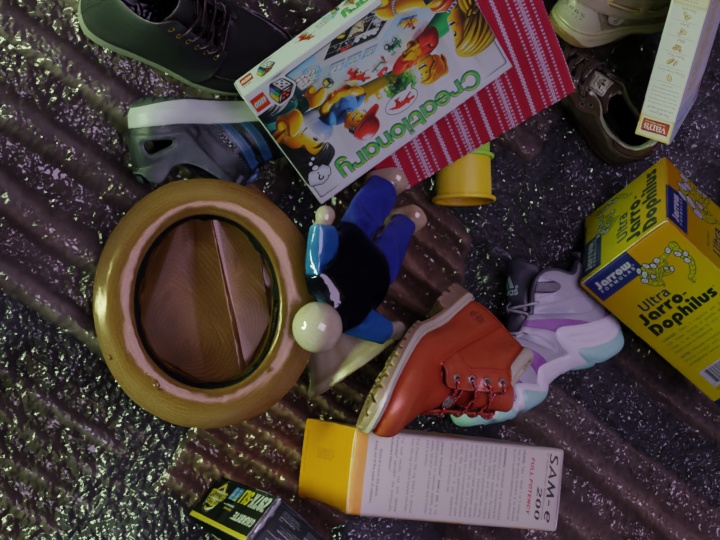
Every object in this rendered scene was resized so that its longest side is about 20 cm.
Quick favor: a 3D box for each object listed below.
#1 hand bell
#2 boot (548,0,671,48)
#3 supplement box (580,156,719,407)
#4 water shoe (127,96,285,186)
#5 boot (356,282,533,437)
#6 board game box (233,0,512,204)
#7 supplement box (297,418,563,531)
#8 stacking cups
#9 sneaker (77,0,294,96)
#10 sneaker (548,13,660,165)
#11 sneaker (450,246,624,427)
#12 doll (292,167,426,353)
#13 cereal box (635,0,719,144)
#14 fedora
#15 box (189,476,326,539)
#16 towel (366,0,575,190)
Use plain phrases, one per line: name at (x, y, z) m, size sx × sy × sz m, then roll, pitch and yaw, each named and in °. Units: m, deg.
hand bell at (-0.056, -0.001, 1.178) m, size 0.104 × 0.104 × 0.201 m, roll -33°, pitch 88°, yaw -20°
boot at (0.274, -0.297, 1.260) m, size 0.199 × 0.156 × 0.073 m, roll -22°, pitch 62°, yaw -34°
supplement box at (0.314, 0.013, 1.281) m, size 0.199 × 0.109 × 0.109 m, roll 39°, pitch 34°, yaw -17°
water shoe at (-0.104, -0.104, 1.155) m, size 0.198 × 0.071 × 0.080 m, roll -1°, pitch 95°, yaw -27°
boot at (0.075, 0.092, 1.134) m, size 0.107 × 0.075 × 0.200 m, roll 38°, pitch 40°, yaw 9°
board game box at (0.012, -0.160, 1.111) m, size 0.199 × 0.035 × 0.127 m, roll -36°, pitch 126°, yaw 4°
supplement box at (0.060, 0.178, 1.185) m, size 0.198 × 0.126 × 0.075 m, roll 8°, pitch 85°, yaw -21°
stacking cups at (0.089, -0.162, 1.248) m, size 0.060 × 0.060 × 0.203 m, roll -1°, pitch 84°, yaw -22°
sneaker at (-0.130, -0.197, 1.128) m, size 0.198 × 0.106 × 0.076 m, roll 11°, pitch 84°, yaw -21°
sneaker at (0.211, -0.183, 1.285) m, size 0.200 × 0.075 × 0.071 m, roll 42°, pitch 74°, yaw -16°
sneaker at (0.141, 0.048, 1.255) m, size 0.199 × 0.077 × 0.141 m, roll -28°, pitch 97°, yaw -30°
doll at (0.000, 0.000, 1.117) m, size 0.137 × 0.048 × 0.200 m, roll 61°, pitch 36°, yaw -21°
cereal box at (0.302, -0.230, 1.229) m, size 0.039 × 0.144 × 0.202 m, roll 20°, pitch 119°, yaw 15°
fedora at (-0.127, 0.026, 1.127) m, size 0.198 × 0.082 × 0.204 m, roll 0°, pitch 91°, yaw -8°
box at (-0.038, 0.257, 1.124) m, size 0.200 × 0.159 × 0.049 m, roll 45°, pitch 74°, yaw -16°
towel at (0.076, -0.163, 1.168) m, size 0.199 × 0.023 × 0.145 m, roll -30°, pitch 127°, yaw 1°
